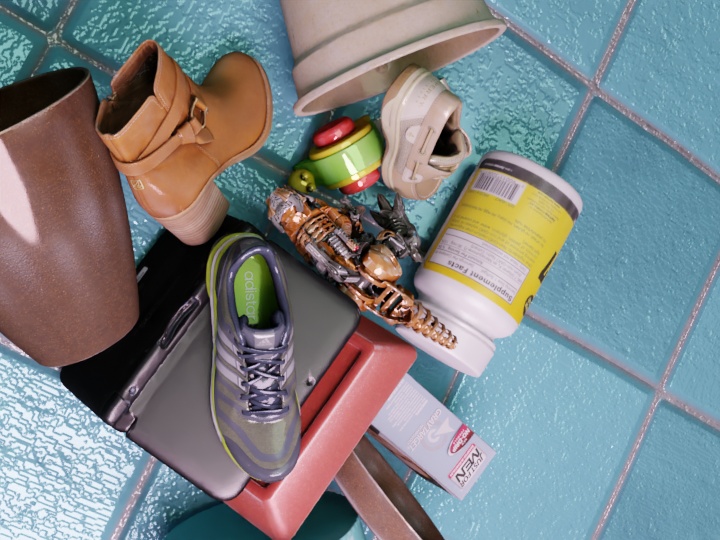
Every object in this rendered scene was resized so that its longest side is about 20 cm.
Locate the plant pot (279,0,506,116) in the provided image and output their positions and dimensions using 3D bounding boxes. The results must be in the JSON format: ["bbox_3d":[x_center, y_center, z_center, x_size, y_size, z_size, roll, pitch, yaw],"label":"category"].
[{"bbox_3d":[0.002,-0.258,0.935,0.200,0.200,0.184,-23,93,-20],"label":"plant pot"}]

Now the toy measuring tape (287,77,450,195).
[{"bbox_3d":[0.018,-0.127,1.007,0.200,0.074,0.074,-33,107,-17],"label":"toy measuring tape"}]

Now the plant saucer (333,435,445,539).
[{"bbox_3d":[0.022,0.210,0.975,0.034,0.200,0.200,-39,109,-1],"label":"plant saucer"}]

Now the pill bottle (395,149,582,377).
[{"bbox_3d":[0.122,-0.006,1.039,0.114,0.114,0.200,34,82,-23],"label":"pill bottle"}]

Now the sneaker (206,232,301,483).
[{"bbox_3d":[-0.083,0.067,0.829,0.074,0.081,0.200,-9,89,-13],"label":"sneaker"}]

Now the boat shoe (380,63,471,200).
[{"bbox_3d":[0.063,-0.110,0.968,0.065,0.200,0.072,33,74,16],"label":"boat shoe"}]

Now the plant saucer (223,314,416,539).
[{"bbox_3d":[-0.086,0.097,0.924,0.200,0.200,0.037,-54,152,-11],"label":"plant saucer"}]

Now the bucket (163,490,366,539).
[{"bbox_3d":[-0.077,0.287,0.935,0.207,0.207,0.135,-12,100,-22],"label":"bucket"}]

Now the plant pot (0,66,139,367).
[{"bbox_3d":[-0.258,-0.031,0.847,0.187,0.187,0.200,-31,116,-18],"label":"plant pot"}]

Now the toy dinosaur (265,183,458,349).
[{"bbox_3d":[0.000,0.000,0.950,0.102,0.136,0.200,-26,98,16],"label":"toy dinosaur"}]

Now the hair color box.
[{"bbox_3d":[0.026,0.128,1.017,0.200,0.099,0.061,42,79,-21],"label":"hair color box"}]

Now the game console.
[{"bbox_3d":[-0.132,0.063,0.915,0.116,0.176,0.200,44,76,-36],"label":"game console"}]

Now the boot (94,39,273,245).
[{"bbox_3d":[-0.140,-0.138,0.874,0.155,0.074,0.200,58,36,-53],"label":"boot"}]
